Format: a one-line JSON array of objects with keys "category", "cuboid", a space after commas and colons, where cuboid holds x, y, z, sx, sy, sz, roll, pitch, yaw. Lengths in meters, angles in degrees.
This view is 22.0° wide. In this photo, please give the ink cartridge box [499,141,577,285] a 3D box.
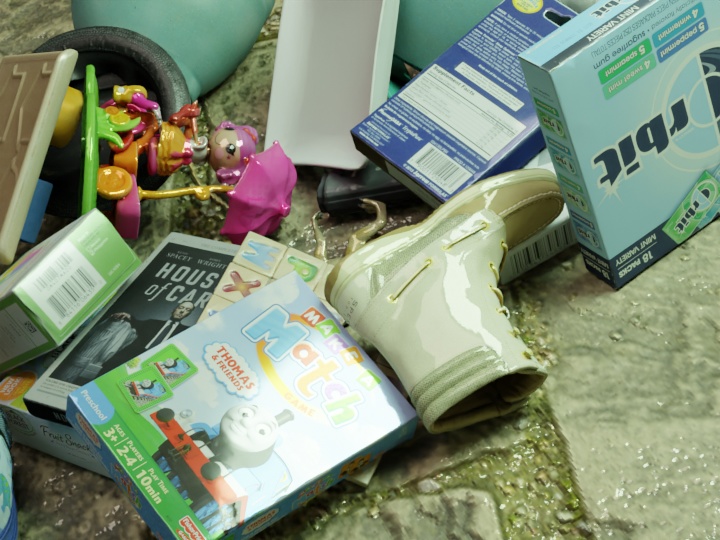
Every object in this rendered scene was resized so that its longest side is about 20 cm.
[{"category": "ink cartridge box", "cuboid": [0.144, -0.110, 1.487, 0.199, 0.041, 0.200, -30, 53, -8]}]

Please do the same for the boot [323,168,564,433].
[{"category": "boot", "cuboid": [0.094, 0.021, 1.338, 0.199, 0.072, 0.155, -27, 57, -17]}]

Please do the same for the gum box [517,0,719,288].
[{"category": "gum box", "cuboid": [0.217, -0.114, 1.359, 0.169, 0.201, 0.045, -35, 36, -15]}]

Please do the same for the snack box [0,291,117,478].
[{"category": "snack box", "cuboid": [-0.177, 0.092, 1.449, 0.199, 0.053, 0.142, 13, 47, 42]}]

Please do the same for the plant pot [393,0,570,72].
[{"category": "plant pot", "cuboid": [0.092, -0.230, 1.623, 0.200, 0.199, 0.135, 35, 97, 51]}]

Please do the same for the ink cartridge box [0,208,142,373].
[{"category": "ink cartridge box", "cuboid": [-0.268, 0.027, 1.493, 0.104, 0.059, 0.200, -48, 14, -33]}]

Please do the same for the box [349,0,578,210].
[{"category": "box", "cuboid": [0.104, -0.135, 1.469, 0.200, 0.032, 0.121, -42, 55, -14]}]

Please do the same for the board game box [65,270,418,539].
[{"category": "board game box", "cuboid": [-0.082, 0.102, 1.300, 0.199, 0.037, 0.151, -29, 63, -28]}]

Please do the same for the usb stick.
[{"category": "usb stick", "cuboid": [0.060, -0.081, 1.555, 0.198, 0.033, 0.056, -9, 38, 20]}]

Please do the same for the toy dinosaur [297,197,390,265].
[{"category": "toy dinosaur", "cuboid": [0.000, 0.000, 1.482, 0.199, 0.058, 0.102, -6, 53, 32]}]

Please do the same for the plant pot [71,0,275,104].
[{"category": "plant pot", "cuboid": [-0.197, -0.235, 1.792, 0.199, 0.200, 0.135, 5, 67, 35]}]

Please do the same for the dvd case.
[{"category": "dvd case", "cuboid": [-0.141, 0.052, 1.412, 0.149, 0.025, 0.200, 11, 48, 33]}]

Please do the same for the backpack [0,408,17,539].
[{"category": "backpack", "cuboid": [-0.336, 0.170, 1.357, 0.182, 0.148, 0.200, -23, 31, -1]}]

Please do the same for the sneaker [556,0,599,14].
[{"category": "sneaker", "cuboid": [0.246, -0.219, 1.509, 0.198, 0.078, 0.100, 11, 24, -9]}]

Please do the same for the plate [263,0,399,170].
[{"category": "plate", "cuboid": [-0.019, -0.187, 1.612, 0.032, 0.202, 0.199, 8, 1, -29]}]

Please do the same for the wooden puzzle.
[{"category": "wooden puzzle", "cuboid": [-0.295, -0.095, 1.603, 0.200, 0.046, 0.187, 6, 77, 64]}]

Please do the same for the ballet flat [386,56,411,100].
[{"category": "ballet flat", "cuboid": [0.020, -0.146, 1.649, 0.064, 0.075, 0.200, -49, 25, 18]}]

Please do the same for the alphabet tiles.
[{"category": "alphabet tiles", "cuboid": [-0.047, 0.073, 1.355, 0.166, 0.008, 0.201, 22, 53, 7]}]

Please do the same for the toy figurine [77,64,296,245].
[{"category": "toy figurine", "cuboid": [-0.147, -0.086, 1.580, 0.182, 0.151, 0.201, 3, 47, -11]}]

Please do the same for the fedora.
[{"category": "fedora", "cuboid": [-0.235, -0.127, 1.711, 0.199, 0.092, 0.202, -4, 77, 18]}]
